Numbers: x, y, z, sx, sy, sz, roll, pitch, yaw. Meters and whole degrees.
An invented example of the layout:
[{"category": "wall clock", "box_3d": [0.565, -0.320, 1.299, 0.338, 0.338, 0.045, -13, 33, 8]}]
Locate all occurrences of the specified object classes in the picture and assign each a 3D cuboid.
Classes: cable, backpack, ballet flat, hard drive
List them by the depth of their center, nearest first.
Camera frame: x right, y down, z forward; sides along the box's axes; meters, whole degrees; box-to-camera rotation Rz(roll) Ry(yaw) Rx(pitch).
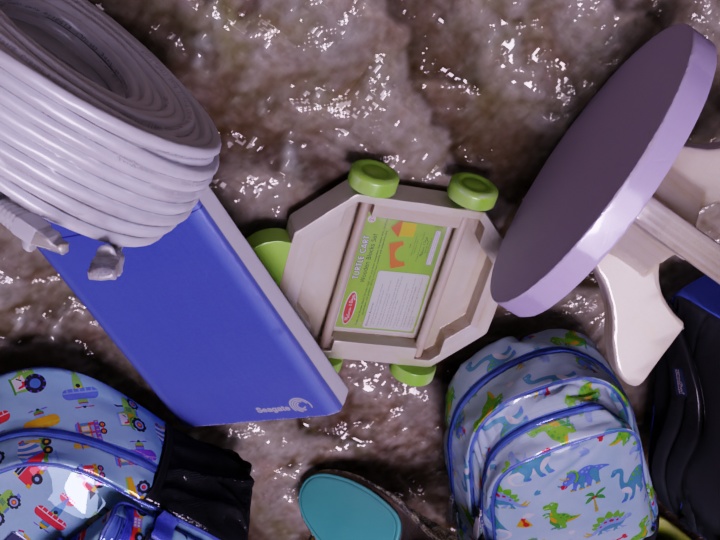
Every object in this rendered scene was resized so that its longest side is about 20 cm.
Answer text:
[{"category": "cable", "box_3d": [-0.162, -0.094, 0.638, 0.200, 0.200, 0.069, 39, 105, -4]}, {"category": "hard drive", "box_3d": [-0.109, 0.024, 0.801, 0.131, 0.025, 0.200, -8, 132, 29]}, {"category": "backpack", "box_3d": [-0.192, 0.166, 0.841, 0.182, 0.135, 0.200, -39, 121, 23]}, {"category": "backpack", "box_3d": [0.135, 0.136, 0.916, 0.162, 0.154, 0.201, -12, 115, 0]}, {"category": "backpack", "box_3d": [0.309, 0.111, 0.918, 0.167, 0.162, 0.201, -17, 127, -28]}, {"category": "ballet flat", "box_3d": [0.041, 0.206, 0.918, 0.075, 0.200, 0.068, 22, 91, -50]}]

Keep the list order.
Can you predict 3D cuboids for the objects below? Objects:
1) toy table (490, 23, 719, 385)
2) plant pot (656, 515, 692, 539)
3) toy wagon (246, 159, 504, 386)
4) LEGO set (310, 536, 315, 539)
[{"category": "toy table", "box_3d": [0.183, -0.034, 0.788, 0.117, 0.184, 0.200, 33, 110, -16]}, {"category": "plant pot", "box_3d": [0.243, 0.328, 1.037, 0.199, 0.182, 0.200, -41, 124, 16]}, {"category": "toy wagon", "box_3d": [0.000, 0.000, 0.840, 0.199, 0.040, 0.156, 7, 121, -17]}, {"category": "LEGO set", "box_3d": [0.029, 0.296, 1.000, 0.199, 0.116, 0.154, 23, 115, -27]}]
